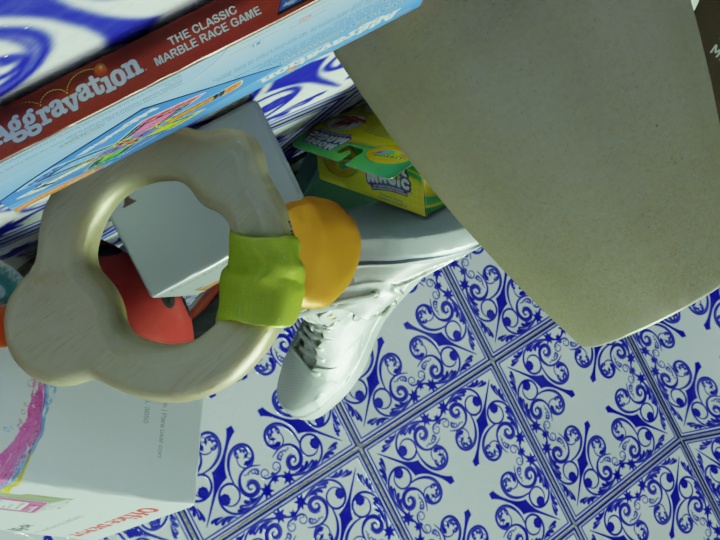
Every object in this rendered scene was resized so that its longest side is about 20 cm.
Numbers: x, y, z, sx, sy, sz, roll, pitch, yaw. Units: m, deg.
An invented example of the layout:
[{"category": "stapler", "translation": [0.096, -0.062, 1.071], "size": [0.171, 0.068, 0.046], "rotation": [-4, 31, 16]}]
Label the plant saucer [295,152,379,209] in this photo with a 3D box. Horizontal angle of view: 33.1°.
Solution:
[{"category": "plant saucer", "translation": [0.041, -0.062, 0.979], "size": [0.197, 0.019, 0.070], "rotation": [10, 129, -29]}]

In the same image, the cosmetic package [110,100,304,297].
[{"category": "cosmetic package", "translation": [-0.085, -0.037, 0.739], "size": [0.100, 0.072, 0.200], "rotation": [-28, 180, -1]}]

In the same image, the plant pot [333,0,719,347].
[{"category": "plant pot", "translation": [0.111, -0.070, 0.636], "size": [0.185, 0.202, 0.187], "rotation": [-27, 180, 0]}]

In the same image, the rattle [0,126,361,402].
[{"category": "rattle", "translation": [-0.114, 0.001, 0.605], "size": [0.198, 0.132, 0.143], "rotation": [-23, -165, 16]}]

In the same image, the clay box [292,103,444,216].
[{"category": "clay box", "translation": [0.056, -0.099, 0.894], "size": [0.199, 0.048, 0.114], "rotation": [-29, -145, -34]}]

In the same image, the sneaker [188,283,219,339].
[{"category": "sneaker", "translation": [-0.106, 0.062, 0.946], "size": [0.081, 0.078, 0.199], "rotation": [22, -138, 38]}]

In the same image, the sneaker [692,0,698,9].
[{"category": "sneaker", "translation": [0.130, -0.152, 0.803], "size": [0.111, 0.074, 0.199], "rotation": [-30, -178, -28]}]

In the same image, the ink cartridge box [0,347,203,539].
[{"category": "ink cartridge box", "translation": [-0.203, 0.089, 0.662], "size": [0.198, 0.086, 0.144], "rotation": [13, 155, -31]}]

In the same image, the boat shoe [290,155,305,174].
[{"category": "boat shoe", "translation": [-0.002, -0.085, 1.051], "size": [0.197, 0.067, 0.074], "rotation": [-28, 180, 11]}]

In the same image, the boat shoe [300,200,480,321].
[{"category": "boat shoe", "translation": [0.000, 0.000, 0.861], "size": [0.197, 0.071, 0.071], "rotation": [-13, -153, 9]}]

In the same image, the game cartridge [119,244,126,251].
[{"category": "game cartridge", "translation": [-0.088, -0.022, 1.006], "size": [0.132, 0.041, 0.199], "rotation": [-14, 171, 34]}]

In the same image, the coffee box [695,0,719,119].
[{"category": "coffee box", "translation": [0.248, -0.155, 0.905], "size": [0.080, 0.114, 0.200], "rotation": [-55, -168, 12]}]

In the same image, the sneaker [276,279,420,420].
[{"category": "sneaker", "translation": [-0.034, 0.037, 0.959], "size": [0.115, 0.074, 0.201], "rotation": [2, 125, -54]}]

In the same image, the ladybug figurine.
[{"category": "ladybug figurine", "translation": [-0.162, 0.029, 0.794], "size": [0.072, 0.135, 0.200], "rotation": [-55, -172, -9]}]

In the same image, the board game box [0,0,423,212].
[{"category": "board game box", "translation": [-0.057, -0.081, 0.472], "size": [0.198, 0.020, 0.103], "rotation": [-28, 179, -8]}]
